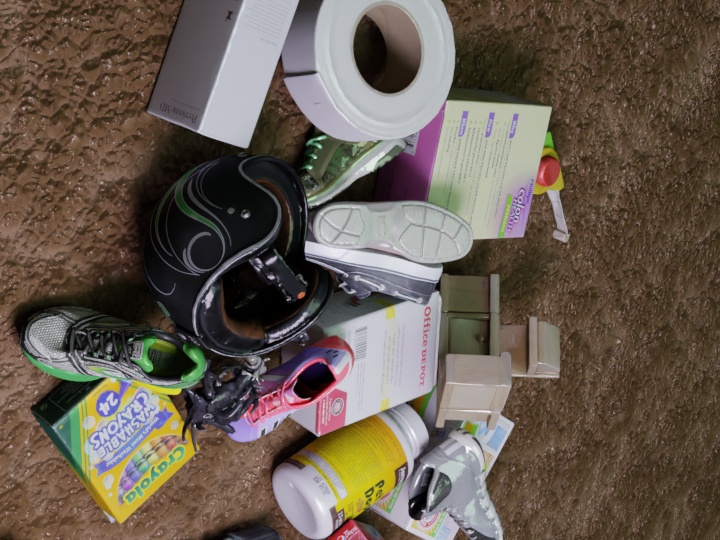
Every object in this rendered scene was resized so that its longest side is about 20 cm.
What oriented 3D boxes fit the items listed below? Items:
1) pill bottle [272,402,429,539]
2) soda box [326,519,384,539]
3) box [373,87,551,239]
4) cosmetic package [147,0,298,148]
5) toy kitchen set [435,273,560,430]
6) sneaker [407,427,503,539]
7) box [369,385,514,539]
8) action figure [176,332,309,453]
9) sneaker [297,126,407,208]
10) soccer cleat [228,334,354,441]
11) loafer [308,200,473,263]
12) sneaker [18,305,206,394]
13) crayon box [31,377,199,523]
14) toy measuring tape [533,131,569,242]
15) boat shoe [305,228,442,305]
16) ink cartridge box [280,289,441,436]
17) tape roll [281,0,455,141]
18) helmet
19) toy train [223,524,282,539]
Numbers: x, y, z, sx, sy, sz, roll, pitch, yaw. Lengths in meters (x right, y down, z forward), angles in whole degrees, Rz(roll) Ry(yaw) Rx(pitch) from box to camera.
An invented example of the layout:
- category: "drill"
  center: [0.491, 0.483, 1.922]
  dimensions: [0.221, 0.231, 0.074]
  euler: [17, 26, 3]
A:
- category: "pill bottle"
  center: [-0.008, 0.249, 1.738]
  dimensions: [0.199, 0.109, 0.110]
  euler: [-32, 127, -30]
- category: "soda box"
  center: [0.000, 0.372, 1.758]
  dimensions: [0.063, 0.070, 0.200]
  euler: [-40, 165, -2]
- category: "box"
  center: [0.127, -0.136, 1.712]
  dimensions: [0.199, 0.096, 0.177]
  euler: [-4, 110, -42]
- category: "cosmetic package"
  center: [-0.138, -0.240, 1.407]
  dimensions: [0.071, 0.101, 0.201]
  euler: [15, 96, -46]
- category: "toy kitchen set"
  center: [0.183, 0.081, 1.714]
  dimensions: [0.181, 0.162, 0.201]
  euler: [92, 0, -67]
- category: "sneaker"
  center: [0.114, 0.312, 1.773]
  dimensions: [0.115, 0.075, 0.201]
  euler: [-27, 114, -27]
- category: "box"
  center: [0.103, 0.262, 1.858]
  dimensions: [0.112, 0.101, 0.201]
  euler: [33, 83, -46]
- category: "action figure"
  center: [-0.149, 0.107, 1.549]
  dimensions: [0.200, 0.102, 0.119]
  euler: [-49, 140, -11]
- category: "sneaker"
  center: [-0.043, -0.132, 1.588]
  dimensions: [0.200, 0.077, 0.089]
  euler: [-35, 98, -27]
- category: "soccer cleat"
  center: [-0.090, 0.145, 1.583]
  dimensions: [0.067, 0.199, 0.077]
  euler: [52, 22, -8]
- category: "loafer"
  center: [0.034, -0.054, 1.600]
  dimensions: [0.199, 0.063, 0.072]
  euler: [6, 100, -18]
- category: "sneaker"
  center: [-0.253, 0.076, 1.405]
  dimensions: [0.199, 0.085, 0.079]
  euler: [10, 75, -16]
- category: "crayon box"
  center: [-0.262, 0.188, 1.508]
  dimensions: [0.126, 0.051, 0.201]
  euler: [-43, 133, -22]
- category: "toy measuring tape"
  center: [0.243, -0.109, 1.857]
  dimensions: [0.073, 0.073, 0.201]
  euler: [-38, 130, -26]
- category: "boat shoe"
  center: [0.000, 0.000, 1.635]
  dimensions: [0.199, 0.072, 0.068]
  euler: [13, 106, -23]
- category: "ink cartridge box"
  center: [0.000, 0.102, 1.701]
  dimensions: [0.199, 0.083, 0.146]
  euler: [-16, 119, -39]
- category: "tape roll"
  center: [0.010, -0.247, 1.530]
  dimensions: [0.201, 0.071, 0.204]
  euler: [-3, 94, -37]
- category: "helmet"
  center: [-0.135, -0.024, 1.442]
  dimensions: [0.199, 0.191, 0.201]
  euler: [-16, 132, -18]
- category: "toy train"
  center: [-0.175, 0.386, 1.664]
  dimensions: [0.199, 0.085, 0.115]
  euler: [-10, 102, -39]
